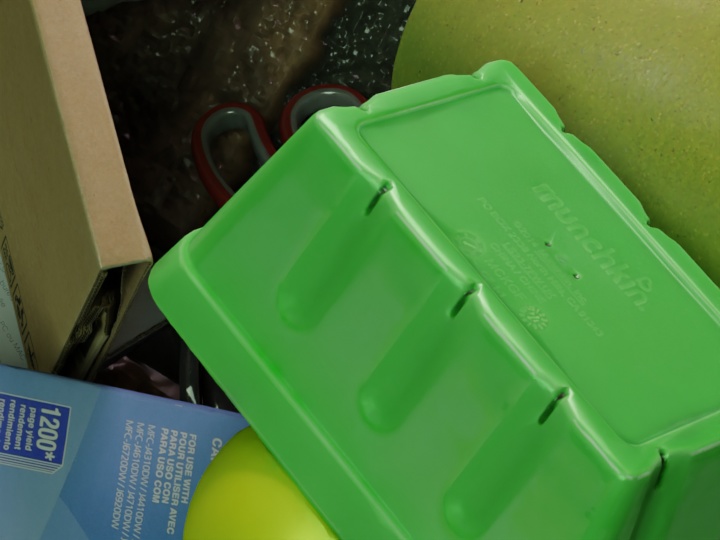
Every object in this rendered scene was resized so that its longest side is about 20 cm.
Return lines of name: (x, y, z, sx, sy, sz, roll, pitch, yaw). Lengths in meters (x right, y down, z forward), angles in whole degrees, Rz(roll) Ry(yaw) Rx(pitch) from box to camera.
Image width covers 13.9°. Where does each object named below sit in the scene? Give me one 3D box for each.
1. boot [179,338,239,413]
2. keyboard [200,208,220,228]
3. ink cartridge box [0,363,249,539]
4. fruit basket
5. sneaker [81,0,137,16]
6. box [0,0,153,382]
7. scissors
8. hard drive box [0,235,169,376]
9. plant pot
boot: (0.024, 0.079, 1.123, 0.173, 0.069, 0.201, -8, 76, 3)
keyboard: (0.028, 0.024, 1.093, 0.199, 0.104, 0.040, 28, 137, 13)
ink cartridge box: (-0.093, 0.110, 1.026, 0.199, 0.076, 0.137, 13, 79, -26)
fruit basket: (0.020, 0.064, 0.960, 0.215, 0.155, 0.217, 20, 118, 43)
sneaker: (-0.099, -0.135, 1.129, 0.199, 0.080, 0.077, -8, 95, 20)
box: (-0.118, -0.069, 1.031, 0.021, 0.164, 0.201, -11, 75, -17)
scissors: (0.000, 0.000, 1.086, 0.073, 0.014, 0.200, -19, 51, -13)
hard drive box: (-0.192, 0.006, 1.101, 0.156, 0.200, 0.077, 58, 145, 2)
plant pot: (0.117, -0.045, 1.037, 0.199, 0.187, 0.188, 28, 103, 27)
